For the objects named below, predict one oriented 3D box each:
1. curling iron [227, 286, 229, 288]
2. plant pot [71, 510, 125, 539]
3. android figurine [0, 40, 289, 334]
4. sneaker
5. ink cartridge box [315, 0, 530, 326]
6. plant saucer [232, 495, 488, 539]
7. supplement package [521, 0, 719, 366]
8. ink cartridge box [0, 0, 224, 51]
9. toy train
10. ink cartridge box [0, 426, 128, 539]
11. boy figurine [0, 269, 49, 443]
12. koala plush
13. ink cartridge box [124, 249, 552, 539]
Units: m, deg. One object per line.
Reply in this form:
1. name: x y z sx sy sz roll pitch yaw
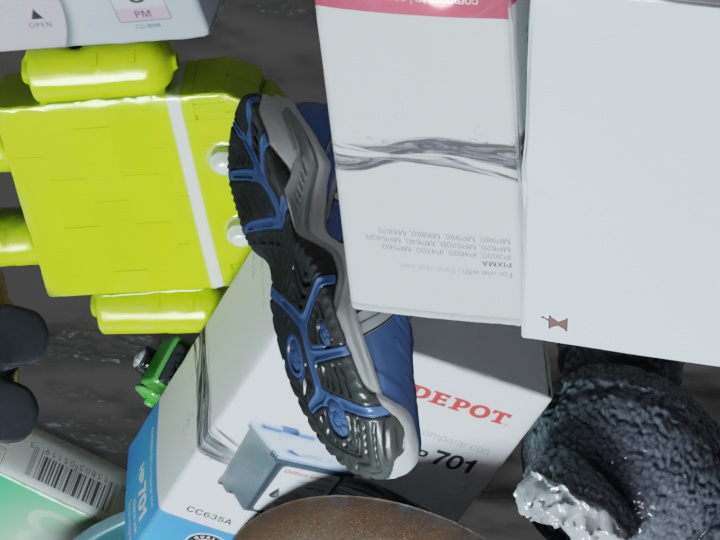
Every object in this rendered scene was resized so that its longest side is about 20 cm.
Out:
1. curling iron: -0.073 0.004 1.238 0.050 0.026 0.200 -39 113 20
2. plant pot: -0.087 0.263 1.393 0.200 0.200 0.196 3 155 14
3. android figurine: -0.105 -0.042 1.162 0.200 0.041 0.182 -1 130 9
4. sneaker: 0.000 0.000 1.055 0.077 0.200 0.076 -4 149 -21
5. ink cartridge box: 0.041 -0.098 0.976 0.085 0.146 0.200 3 130 15
6. plant saucer: 0.017 0.195 1.174 0.200 0.032 0.200 14 133 16
7. supplement package: 0.151 -0.097 0.918 0.147 0.200 0.191 8 139 10
8. ink cartridge box: -0.164 -0.184 1.040 0.162 0.057 0.200 -2 141 20
9. toy train: -0.035 0.094 1.299 0.200 0.042 0.056 31 165 -16
10. ink cartridge box: -0.246 0.154 1.440 0.161 0.050 0.200 26 136 -11
11. boy figurine: -0.213 0.051 1.270 0.064 0.125 0.200 9 175 -18
12. koala plush: 0.157 0.119 1.184 0.184 0.177 0.200 -26 116 39
13. ink cartridge box: -0.015 0.077 1.188 0.146 0.086 0.200 18 131 -18
